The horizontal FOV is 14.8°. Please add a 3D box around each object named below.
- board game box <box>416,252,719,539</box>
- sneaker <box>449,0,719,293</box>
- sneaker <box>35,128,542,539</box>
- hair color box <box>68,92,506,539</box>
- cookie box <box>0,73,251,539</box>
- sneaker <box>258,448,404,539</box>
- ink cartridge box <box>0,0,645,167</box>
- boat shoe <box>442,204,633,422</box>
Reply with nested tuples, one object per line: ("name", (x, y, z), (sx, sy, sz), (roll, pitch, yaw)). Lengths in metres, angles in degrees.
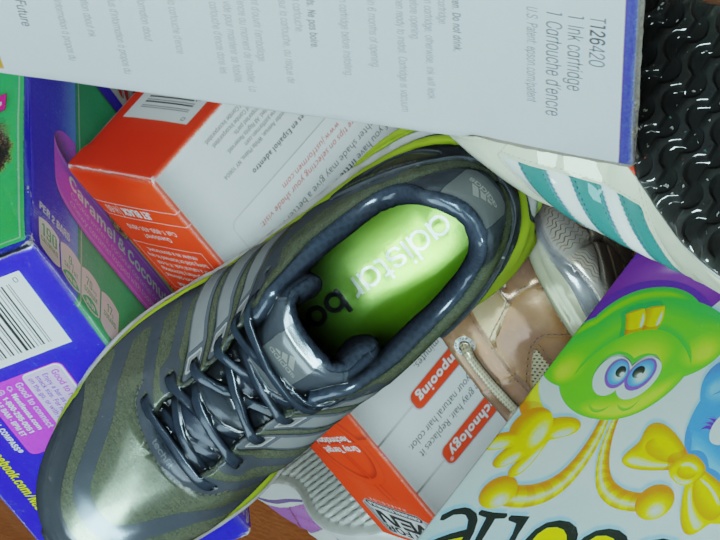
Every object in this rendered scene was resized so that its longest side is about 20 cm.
("board game box", (0.101, 0.088, 0.845), (0.105, 0.200, 0.103), (17, 151, 45))
("sneaker", (0.089, -0.040, 0.815), (0.200, 0.070, 0.093), (31, 176, 15))
("sneaker", (-0.029, 0.025, 0.871), (0.074, 0.200, 0.081), (47, -169, -1))
("hair color box", (0.000, 0.000, 0.978), (0.061, 0.102, 0.200), (11, 145, 54))
("cookie box", (-0.111, -0.014, 1.017), (0.200, 0.075, 0.171), (-98, -18, -45))
("sneaker", (0.027, 0.108, 1.220), (0.114, 0.073, 0.200), (42, 171, -18))
("ink cartridge box", (-0.026, -0.110, 0.684), (0.200, 0.047, 0.198), (6, 146, 7))
("boat shoe", (0.085, 0.058, 0.964), (0.200, 0.072, 0.076), (59, -163, -27))
